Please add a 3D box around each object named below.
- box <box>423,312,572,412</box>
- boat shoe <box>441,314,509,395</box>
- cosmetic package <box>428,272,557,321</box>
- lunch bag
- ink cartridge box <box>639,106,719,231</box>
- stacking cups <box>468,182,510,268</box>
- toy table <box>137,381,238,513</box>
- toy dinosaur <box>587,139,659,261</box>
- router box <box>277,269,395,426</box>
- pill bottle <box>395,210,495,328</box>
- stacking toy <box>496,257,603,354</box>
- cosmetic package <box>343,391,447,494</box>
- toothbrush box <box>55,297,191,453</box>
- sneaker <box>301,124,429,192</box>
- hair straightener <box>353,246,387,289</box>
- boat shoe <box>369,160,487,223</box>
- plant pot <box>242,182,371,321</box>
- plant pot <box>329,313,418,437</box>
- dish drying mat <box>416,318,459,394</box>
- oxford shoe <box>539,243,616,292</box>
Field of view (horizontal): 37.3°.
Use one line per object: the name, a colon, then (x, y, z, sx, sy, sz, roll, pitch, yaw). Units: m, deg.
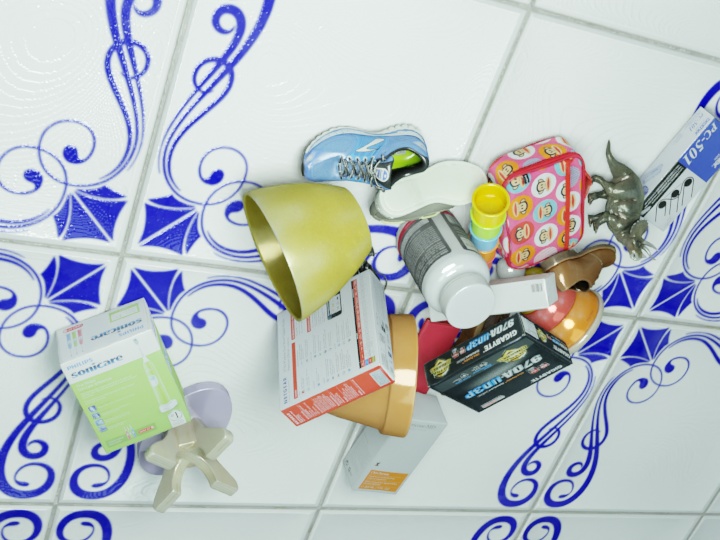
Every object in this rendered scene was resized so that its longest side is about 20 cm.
box: (0.228, 0.156, 1.774, 0.199, 0.047, 0.158, -32, 141, 27)
boat shoe: (0.201, 0.140, 1.870, 0.069, 0.071, 0.202, 12, 118, -24)
cosmetic package: (0.215, 0.044, 1.737, 0.197, 0.082, 0.051, -8, 96, 23)
lunch bag: (0.296, -0.112, 1.728, 0.174, 0.082, 0.202, -21, 132, -12)
ink cartridge box: (0.545, -0.170, 1.808, 0.093, 0.044, 0.201, 24, 112, -36)
stacking cups: (0.199, -0.063, 1.699, 0.060, 0.061, 0.201, -19, 155, -8)
toy table: (-0.282, 0.293, 1.749, 0.182, 0.118, 0.201, 19, 116, -32)
toy dinosaur: (0.432, -0.115, 1.775, 0.101, 0.077, 0.204, -4, 91, 3)
router box: (-0.042, 0.116, 1.644, 0.178, 0.202, 0.049, -26, 132, 19)
pill bottle: (0.135, -0.004, 1.655, 0.109, 0.201, 0.112, -10, 128, -14)
stacking toy: (0.308, 0.041, 1.831, 0.146, 0.146, 0.200, -44, 110, 12)
cosmetic package: (0.060, 0.311, 1.917, 0.100, 0.072, 0.201, 11, 126, -29)
toothbrush box: (-0.363, 0.164, 1.642, 0.144, 0.086, 0.202, -21, 130, -7)
sneaker: (0.010, -0.162, 1.562, 0.197, 0.090, 0.079, -11, 127, -12)
hair straightener: (0.000, 0.000, 1.704, 0.076, 0.041, 0.201, -32, 129, 2)
boat shoe: (0.105, -0.119, 1.651, 0.199, 0.073, 0.060, -15, 170, -27)
plant pot: (-0.067, -0.048, 1.552, 0.140, 0.200, 0.202, -25, 130, -14)
plant pot: (0.012, 0.167, 1.745, 0.138, 0.201, 0.202, 5, 124, -6)
dish drying mat: (0.107, 0.170, 1.887, 0.076, 0.018, 0.202, 10, 119, -27)
oxford shoe: (0.379, 0.001, 1.812, 0.198, 0.072, 0.071, -13, 162, -45)
